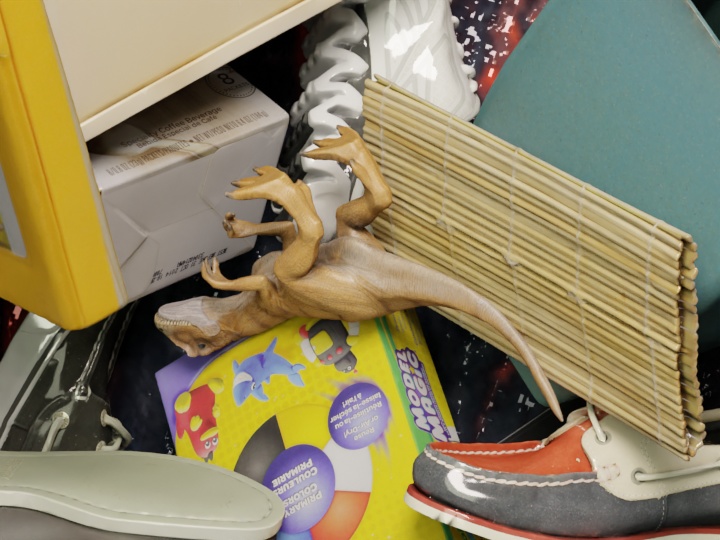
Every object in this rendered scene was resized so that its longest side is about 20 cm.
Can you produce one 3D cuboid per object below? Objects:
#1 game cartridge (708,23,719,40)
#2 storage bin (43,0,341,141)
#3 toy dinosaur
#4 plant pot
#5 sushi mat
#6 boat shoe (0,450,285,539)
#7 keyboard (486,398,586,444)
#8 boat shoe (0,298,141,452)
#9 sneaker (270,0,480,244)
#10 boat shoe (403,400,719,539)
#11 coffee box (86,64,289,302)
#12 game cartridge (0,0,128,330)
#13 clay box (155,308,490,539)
[{"bbox_3d":[0.193,-0.126,1.149,0.133,0.041,0.200,-44,72,9],"label":"game cartridge"},{"bbox_3d":[-0.111,-0.171,1.114,0.200,0.094,0.199,-32,49,-25],"label":"storage bin"},{"bbox_3d":[0.000,0.000,1.098,0.200,0.060,0.106,0,119,39],"label":"toy dinosaur"},{"bbox_3d":[0.132,-0.040,1.069,0.141,0.141,0.200,58,136,18],"label":"plant pot"},{"bbox_3d":[0.064,-0.005,1.051,0.012,0.096,0.200,-23,34,-29],"label":"sushi mat"},{"bbox_3d":[-0.130,0.111,1.119,0.201,0.072,0.061,6,106,12],"label":"boat shoe"},{"bbox_3d":[0.122,0.144,1.107,0.127,0.021,0.200,-31,69,-23],"label":"keyboard"},{"bbox_3d":[-0.138,0.075,1.196,0.064,0.071,0.200,29,91,9],"label":"boat shoe"},{"bbox_3d":[0.015,-0.099,1.185,0.081,0.075,0.200,13,74,-11],"label":"sneaker"},{"bbox_3d":[0.114,0.078,1.073,0.200,0.071,0.063,4,106,-19],"label":"boat shoe"},{"bbox_3d":[-0.145,-0.077,1.174,0.200,0.114,0.080,39,132,27],"label":"coffee box"},{"bbox_3d":[-0.172,-0.088,1.045,0.032,0.200,0.176,-30,30,-27],"label":"game cartridge"},{"bbox_3d":[-0.009,0.106,1.124,0.115,0.048,0.200,-32,56,22],"label":"clay box"}]
